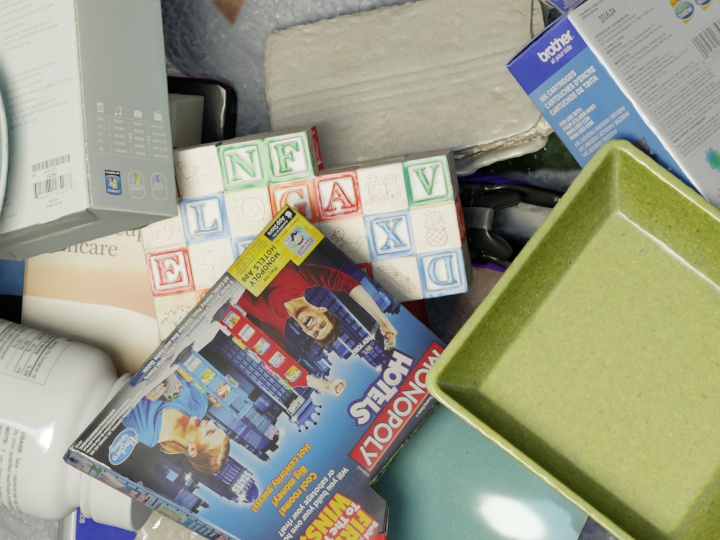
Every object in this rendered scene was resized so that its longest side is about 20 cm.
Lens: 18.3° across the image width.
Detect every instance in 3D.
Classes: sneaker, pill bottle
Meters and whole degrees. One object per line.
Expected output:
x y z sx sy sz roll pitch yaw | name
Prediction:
0.068 -0.036 1.467 0.199 0.100 0.070 7 92 2 | sneaker
-0.221 0.092 1.414 0.199 0.113 0.114 16 98 10 | pill bottle

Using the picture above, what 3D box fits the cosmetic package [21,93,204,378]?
-0.167 -0.020 1.495 0.103 0.087 0.202 4 97 6 | cosmetic package

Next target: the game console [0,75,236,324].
-0.178 -0.038 1.549 0.176 0.031 0.202 5 97 9 | game console

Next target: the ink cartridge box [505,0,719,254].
0.187 -0.120 1.424 0.201 0.136 0.076 55 138 0 | ink cartridge box

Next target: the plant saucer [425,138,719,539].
0.170 0.057 1.339 0.200 0.048 0.200 37 75 6 | plant saucer

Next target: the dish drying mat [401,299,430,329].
0.000 0.000 1.527 0.076 0.018 0.201 -13 93 0 | dish drying mat

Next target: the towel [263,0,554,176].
0.032 -0.120 1.476 0.199 0.035 0.133 -10 58 11 | towel

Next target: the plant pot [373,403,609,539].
0.071 0.130 1.435 0.134 0.200 0.201 26 99 -1 | plant pot

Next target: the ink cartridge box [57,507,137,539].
-0.110 0.186 1.542 0.199 0.047 0.199 2 96 -20 | ink cartridge box

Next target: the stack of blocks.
-0.036 -0.031 1.406 0.198 0.059 0.116 -9 97 8 | stack of blocks

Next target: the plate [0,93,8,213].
-0.275 -0.050 1.374 0.199 0.025 0.202 -11 73 41 | plate

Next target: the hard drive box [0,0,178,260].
-0.198 -0.119 1.384 0.155 0.077 0.202 -12 80 41 | hard drive box

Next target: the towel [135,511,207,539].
-0.064 0.121 1.494 0.132 0.034 0.201 23 95 -16 | towel

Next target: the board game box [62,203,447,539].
-0.038 0.102 1.341 0.200 0.062 0.200 42 74 -2 | board game box
